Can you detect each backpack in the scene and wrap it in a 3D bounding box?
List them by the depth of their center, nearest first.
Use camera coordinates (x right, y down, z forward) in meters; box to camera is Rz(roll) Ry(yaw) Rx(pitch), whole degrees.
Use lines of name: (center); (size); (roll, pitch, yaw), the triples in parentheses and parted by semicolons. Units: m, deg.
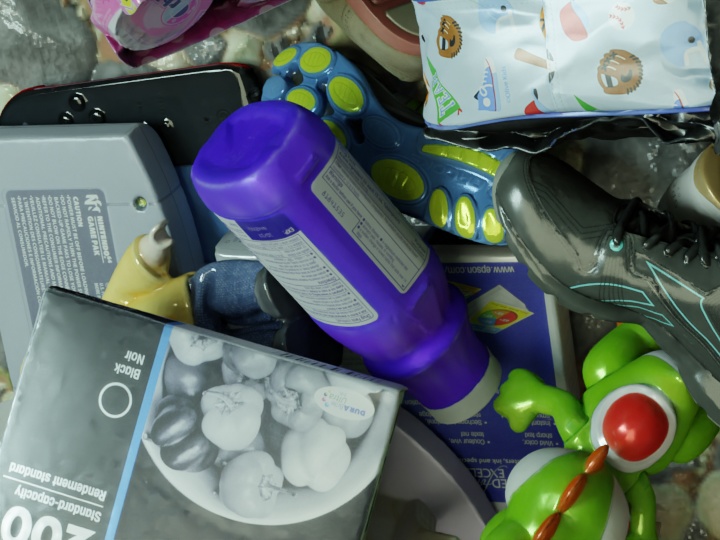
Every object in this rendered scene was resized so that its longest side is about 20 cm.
backpack: (0.116, -0.126, 0.952); (0.189, 0.200, 0.156); (-11, 94, 27)

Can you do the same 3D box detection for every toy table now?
toy table: (-0.003, 0.168, 1.123); (0.200, 0.117, 0.184); (41, 122, -6)

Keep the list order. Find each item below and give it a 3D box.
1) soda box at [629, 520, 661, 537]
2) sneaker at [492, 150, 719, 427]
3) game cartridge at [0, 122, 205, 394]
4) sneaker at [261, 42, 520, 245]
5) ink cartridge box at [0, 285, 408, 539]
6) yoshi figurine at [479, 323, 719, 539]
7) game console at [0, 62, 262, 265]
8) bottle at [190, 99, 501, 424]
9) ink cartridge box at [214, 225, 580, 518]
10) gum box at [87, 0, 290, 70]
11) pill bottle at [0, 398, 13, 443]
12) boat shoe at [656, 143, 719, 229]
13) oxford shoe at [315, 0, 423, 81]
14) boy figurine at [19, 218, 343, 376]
soda box: (0.113, 0.223, 1.151); (0.063, 0.068, 0.201); (16, 130, 5)
sneaker: (0.155, -0.002, 0.983); (0.199, 0.076, 0.079); (36, 134, -6)
game cartridge: (-0.155, 0.010, 1.198); (0.132, 0.041, 0.202); (3, 113, 25)
sneaker: (0.025, -0.061, 1.089); (0.199, 0.083, 0.071); (27, 95, 28)
ink cartridge box: (-0.095, 0.130, 1.035); (0.196, 0.043, 0.202); (15, 91, 10)
yoshi figurine: (0.120, 0.106, 1.052); (0.112, 0.200, 0.113); (12, 136, 42)
game console: (-0.121, -0.020, 1.204); (0.175, 0.031, 0.202); (-3, 111, 27)
bottle: (0.000, 0.000, 1.042); (0.200, 0.065, 0.083); (48, 160, -29)
ink cartridge box: (0.028, 0.071, 1.155); (0.196, 0.047, 0.202); (0, 118, 18)
gum box: (-0.058, -0.191, 0.982); (0.114, 0.199, 0.066); (58, 161, 17)
pill bottle: (-0.180, 0.180, 1.200); (0.111, 0.112, 0.202); (8, 110, 22)
boat shoe: (0.234, 0.017, 1.033); (0.200, 0.071, 0.069); (44, 144, -3)
oxford shoe: (-0.024, -0.181, 1.064); (0.201, 0.070, 0.075); (56, 159, 11)
boy figurine: (-0.107, 0.036, 1.127); (0.199, 0.064, 0.126); (-11, 95, 32)
